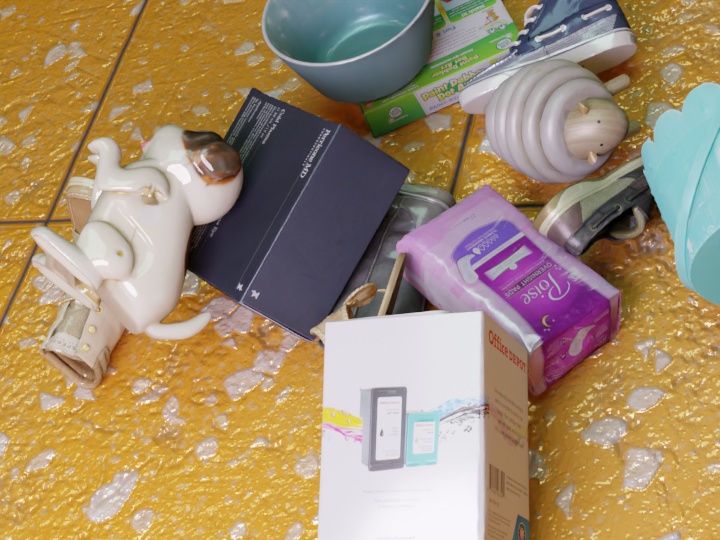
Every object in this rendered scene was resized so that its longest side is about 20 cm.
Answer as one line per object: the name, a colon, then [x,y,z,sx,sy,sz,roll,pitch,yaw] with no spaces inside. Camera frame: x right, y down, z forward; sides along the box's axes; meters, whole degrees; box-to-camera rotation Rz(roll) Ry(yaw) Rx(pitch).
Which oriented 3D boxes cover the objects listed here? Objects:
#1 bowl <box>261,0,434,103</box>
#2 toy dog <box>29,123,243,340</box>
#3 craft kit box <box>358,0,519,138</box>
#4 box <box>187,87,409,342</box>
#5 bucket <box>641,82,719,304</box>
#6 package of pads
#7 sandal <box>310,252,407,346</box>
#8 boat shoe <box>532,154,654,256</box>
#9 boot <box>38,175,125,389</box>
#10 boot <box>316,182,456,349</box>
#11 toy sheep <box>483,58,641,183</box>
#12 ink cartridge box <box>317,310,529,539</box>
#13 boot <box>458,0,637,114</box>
bowl: [0.000,-0.261,1.776,0.200,0.105,0.202,-12,47,13]
toy dog: [-0.194,-0.052,1.537,0.193,0.140,0.200,34,73,9]
craft kit box: [0.074,-0.264,1.848,0.199,0.049,0.198,-23,43,3]
box: [-0.079,-0.058,1.620,0.182,0.104,0.201,30,90,54]
bucket: [0.362,-0.068,1.447,0.206,0.207,0.135,-16,54,9]
package of pads: [0.139,0.014,1.529,0.120,0.076,0.200,-34,55,-19]
sandal: [-0.017,0.076,1.510,0.069,0.078,0.213,15,86,6]
boat shoe: [0.247,-0.059,1.550,0.200,0.072,0.066,-21,68,-42]
boot: [-0.279,0.015,1.646,0.072,0.200,0.156,15,58,18]
boot: [-0.002,-0.001,1.641,0.181,0.073,0.201,5,60,29]
toy sheep: [0.197,-0.153,1.643,0.138,0.138,0.200,-47,28,-20]
ink cartridge box: [0.058,0.151,1.372,0.145,0.147,0.201,-5,72,21]
boot: [0.191,-0.241,1.737,0.199,0.073,0.091,-20,72,3]
